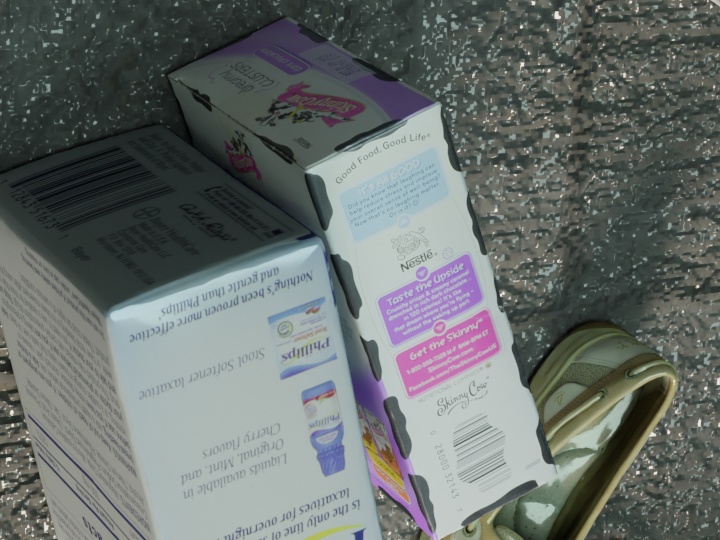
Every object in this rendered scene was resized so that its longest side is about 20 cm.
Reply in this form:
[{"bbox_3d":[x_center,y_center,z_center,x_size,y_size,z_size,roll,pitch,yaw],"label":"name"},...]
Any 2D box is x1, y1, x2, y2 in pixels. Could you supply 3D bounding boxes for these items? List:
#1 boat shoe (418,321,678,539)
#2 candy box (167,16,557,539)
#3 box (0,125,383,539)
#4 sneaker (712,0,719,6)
[{"bbox_3d":[0.095,0.123,1.327,0.073,0.063,0.201,34,92,-31],"label":"boat shoe"},{"bbox_3d":[0.000,0.000,1.175,0.071,0.168,0.200,-27,118,-15],"label":"candy box"},{"bbox_3d":[-0.082,0.060,1.150,0.105,0.184,0.201,-20,116,-20],"label":"box"},{"bbox_3d":[0.170,-0.216,1.235,0.114,0.073,0.201,-34,119,-7],"label":"sneaker"}]
